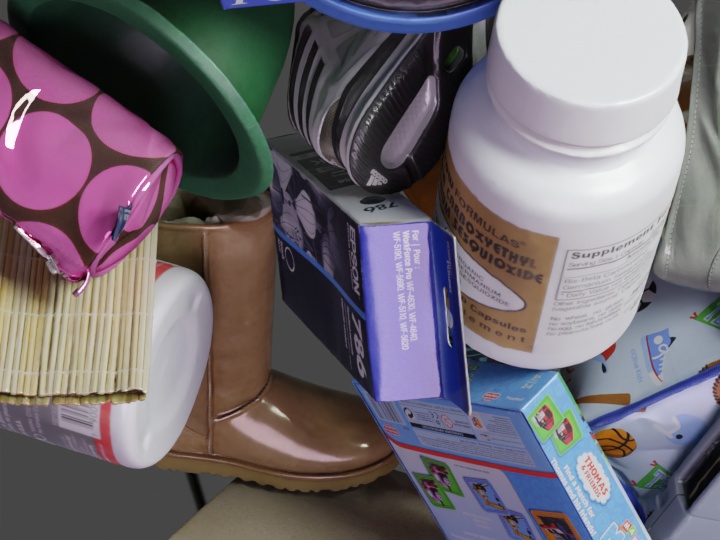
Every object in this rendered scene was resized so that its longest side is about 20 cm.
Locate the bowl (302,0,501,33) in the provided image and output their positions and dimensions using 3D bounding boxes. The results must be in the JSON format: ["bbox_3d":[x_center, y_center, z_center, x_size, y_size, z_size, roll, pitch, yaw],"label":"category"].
[{"bbox_3d":[0.024,-0.211,1.049,0.200,0.039,0.201,0,101,0],"label":"bowl"}]

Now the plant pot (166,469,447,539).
[{"bbox_3d":[-0.031,0.226,1.385,0.177,0.200,0.200,33,133,16],"label":"plant pot"}]

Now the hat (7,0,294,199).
[{"bbox_3d":[-0.061,-0.154,1.176,0.200,0.176,0.166,10,145,49],"label":"hat"}]

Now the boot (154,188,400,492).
[{"bbox_3d":[-0.057,0.038,1.315,0.174,0.066,0.201,0,130,-1],"label":"boot"}]

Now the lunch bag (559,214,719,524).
[{"bbox_3d":[0.208,0.020,1.232,0.200,0.170,0.124,-26,132,22],"label":"lunch bag"}]

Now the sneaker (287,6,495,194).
[{"bbox_3d":[0.029,-0.144,1.150,0.201,0.115,0.076,-53,133,-2],"label":"sneaker"}]

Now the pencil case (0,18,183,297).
[{"bbox_3d":[-0.191,-0.078,1.150,0.200,0.091,0.094,36,86,4],"label":"pencil case"}]

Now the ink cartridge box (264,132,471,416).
[{"bbox_3d":[0.000,0.000,1.167,0.039,0.200,0.100,-13,111,-18],"label":"ink cartridge box"}]

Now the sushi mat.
[{"bbox_3d":[-0.155,-0.004,1.187,0.095,0.200,0.012,0,133,-2],"label":"sushi mat"}]

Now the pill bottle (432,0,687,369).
[{"bbox_3d":[0.097,-0.050,1.093,0.114,0.115,0.200,3,145,-3],"label":"pill bottle"}]

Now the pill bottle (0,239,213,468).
[{"bbox_3d":[-0.193,0.030,1.244,0.199,0.114,0.114,16,133,15],"label":"pill bottle"}]

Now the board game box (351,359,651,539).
[{"bbox_3d":[0.094,0.136,1.228,0.151,0.037,0.200,6,131,54],"label":"board game box"}]

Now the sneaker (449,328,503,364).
[{"bbox_3d":[0.060,0.056,1.322,0.095,0.079,0.200,-17,131,10],"label":"sneaker"}]

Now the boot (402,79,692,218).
[{"bbox_3d":[0.107,-0.085,1.206,0.201,0.071,0.144,-34,118,21],"label":"boot"}]

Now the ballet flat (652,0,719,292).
[{"bbox_3d":[0.178,-0.090,1.153,0.063,0.201,0.067,4,178,27],"label":"ballet flat"}]

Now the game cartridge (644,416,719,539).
[{"bbox_3d":[0.251,0.090,1.164,0.133,0.041,0.200,9,134,-24],"label":"game cartridge"}]

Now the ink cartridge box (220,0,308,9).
[{"bbox_3d":[0.029,-0.164,0.981,0.199,0.044,0.094,-4,155,7],"label":"ink cartridge box"}]
